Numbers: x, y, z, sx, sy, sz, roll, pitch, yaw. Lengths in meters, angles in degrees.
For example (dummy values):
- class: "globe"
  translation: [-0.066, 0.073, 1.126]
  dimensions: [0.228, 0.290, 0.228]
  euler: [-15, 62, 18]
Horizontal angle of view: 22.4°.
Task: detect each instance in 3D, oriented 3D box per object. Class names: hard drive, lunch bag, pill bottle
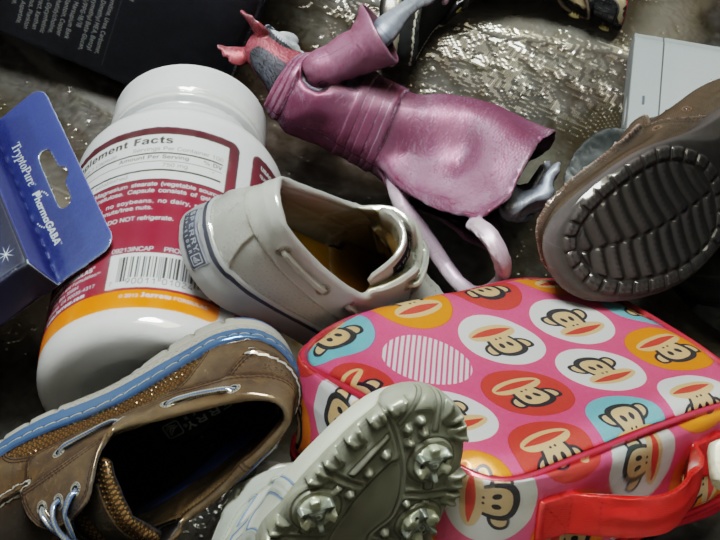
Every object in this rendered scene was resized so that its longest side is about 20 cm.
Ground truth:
- class: "hard drive"
  translation: [0.258, -0.078, 1.096]
  dimensions: [0.200, 0.027, 0.132]
  euler: [10, 48, 2]
- class: "lunch bag"
  translation: [0.085, 0.075, 0.851]
  dimensions: [0.200, 0.082, 0.176]
  euler: [-12, 29, -36]
- class: "pill bottle"
  translation: [-0.097, -0.008, 0.932]
  dimensions: [0.113, 0.113, 0.200]
  euler: [5, 47, -2]

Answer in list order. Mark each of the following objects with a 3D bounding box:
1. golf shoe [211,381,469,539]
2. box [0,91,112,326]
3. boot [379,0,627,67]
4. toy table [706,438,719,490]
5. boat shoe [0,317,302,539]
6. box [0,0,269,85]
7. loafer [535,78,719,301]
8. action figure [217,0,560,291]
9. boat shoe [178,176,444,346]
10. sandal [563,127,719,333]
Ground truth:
- class: "golf shoe"
  translation: [-0.029, 0.105, 0.785]
  dimensions: [0.078, 0.200, 0.097]
  euler: [14, 35, -32]
- class: "box"
  translation: [-0.224, -0.001, 0.896]
  dimensions: [0.200, 0.032, 0.121]
  euler: [-36, 53, 7]
- class: "boot"
  translation: [0.096, -0.187, 1.149]
  dimensions: [0.150, 0.073, 0.200]
  euler: [15, 42, 7]
- class: "toy table"
  translation: [0.249, 0.089, 0.817]
  dimensions: [0.183, 0.117, 0.200]
  euler: [-16, 67, 5]
- class: "boat shoe"
  translation: [-0.114, 0.095, 0.808]
  dimensions: [0.200, 0.072, 0.072]
  euler: [-38, 21, 5]
- class: "box"
  translation: [-0.138, -0.225, 1.096]
  dimensions: [0.200, 0.118, 0.197]
  euler: [22, 48, -4]
- class: "loafer"
  translation: [0.161, -0.045, 0.954]
  dimensions: [0.200, 0.073, 0.071]
  euler: [-30, 19, -29]
- class: "action figure"
  translation: [0.007, -0.074, 1.001]
  dimensions: [0.200, 0.134, 0.149]
  euler: [25, 60, 0]
- class: "boat shoe"
  translation: [0.000, 0.000, 0.894]
  dimensions: [0.070, 0.200, 0.071]
  euler: [-26, 58, 28]
- class: "sandal"
  translation: [0.190, -0.013, 0.995]
  dimensions: [0.200, 0.048, 0.075]
  euler: [33, 94, 28]
